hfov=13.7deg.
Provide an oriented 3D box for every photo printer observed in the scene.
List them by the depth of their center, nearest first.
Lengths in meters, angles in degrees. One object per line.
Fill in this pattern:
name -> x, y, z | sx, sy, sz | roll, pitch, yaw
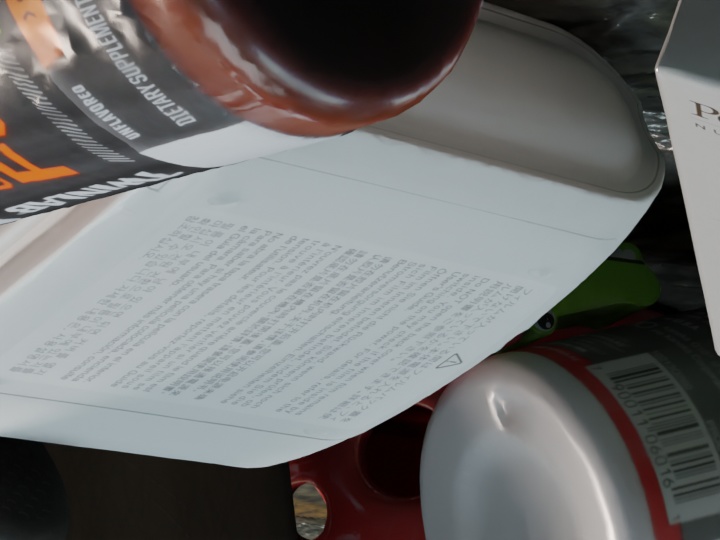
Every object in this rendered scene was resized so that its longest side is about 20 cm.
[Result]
photo printer -> -0.026, -0.013, 0.795 | 0.166, 0.069, 0.200 | -37, 150, 32

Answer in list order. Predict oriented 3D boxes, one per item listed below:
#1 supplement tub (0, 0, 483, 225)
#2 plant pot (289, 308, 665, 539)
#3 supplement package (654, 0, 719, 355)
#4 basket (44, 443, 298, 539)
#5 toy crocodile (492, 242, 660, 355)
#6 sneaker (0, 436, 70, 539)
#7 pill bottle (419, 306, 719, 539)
supplement tub -> -0.076, -0.063, 0.643 | 0.200, 0.107, 0.107 | -13, 158, 41
plant pot -> 0.035, 0.114, 1.120 | 0.200, 0.183, 0.200 | 0, 165, 0
supplement package -> 0.140, -0.043, 0.617 | 0.121, 0.120, 0.200 | 18, 167, 15
basket -> -0.090, 0.085, 0.991 | 0.180, 0.200, 0.136 | 8, 163, -18
toy crocodile -> 0.000, 0.000, 0.935 | 0.200, 0.062, 0.067 | 9, 162, -26
sneaker -> -0.139, 0.060, 0.886 | 0.067, 0.201, 0.108 | 24, 112, -23
pill bottle -> 0.130, 0.065, 0.980 | 0.200, 0.114, 0.114 | -11, 173, -32
